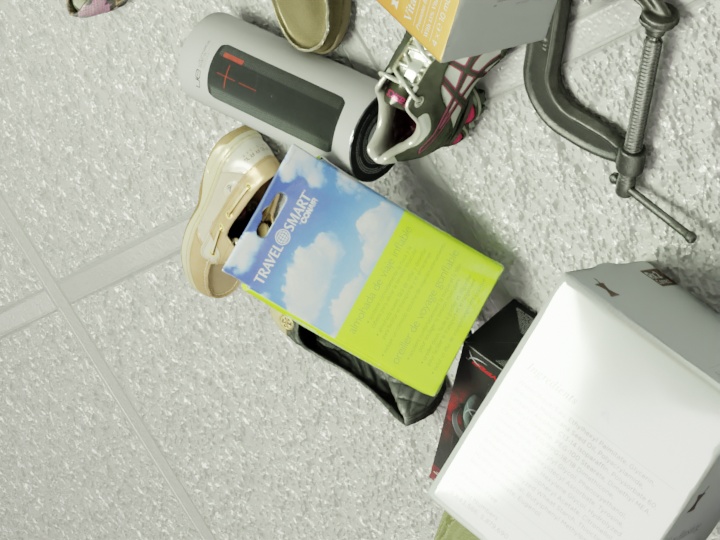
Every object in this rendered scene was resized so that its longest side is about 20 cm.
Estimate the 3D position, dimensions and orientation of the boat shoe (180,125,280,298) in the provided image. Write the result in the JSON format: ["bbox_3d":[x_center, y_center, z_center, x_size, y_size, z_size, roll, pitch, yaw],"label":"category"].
[{"bbox_3d":[-0.112,-0.037,1.739,0.069,0.073,0.201,43,143,24],"label":"boat shoe"}]

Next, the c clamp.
[{"bbox_3d":[0.185,-0.138,1.367,0.170,0.027,0.201,33,141,34],"label":"c clamp"}]

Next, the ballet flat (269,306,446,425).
[{"bbox_3d":[-0.010,0.073,1.728,0.199,0.057,0.067,29,137,30],"label":"ballet flat"}]

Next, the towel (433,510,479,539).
[{"bbox_3d":[0.151,0.280,1.737,0.200,0.036,0.149,43,142,16],"label":"towel"}]

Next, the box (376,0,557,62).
[{"bbox_3d":[0.048,-0.255,1.309,0.200,0.097,0.125,48,139,33],"label":"box"}]

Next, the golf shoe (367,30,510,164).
[{"bbox_3d":[0.060,-0.158,1.436,0.077,0.088,0.201,38,140,23],"label":"golf shoe"}]

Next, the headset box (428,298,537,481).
[{"bbox_3d":[0.146,0.147,1.599,0.148,0.077,0.201,37,140,22],"label":"headset box"}]

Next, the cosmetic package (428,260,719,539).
[{"bbox_3d":[0.189,0.121,1.387,0.165,0.165,0.201,38,110,20],"label":"cosmetic package"}]

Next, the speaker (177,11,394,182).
[{"bbox_3d":[-0.057,-0.146,1.583,0.199,0.081,0.082,28,137,32],"label":"speaker"}]

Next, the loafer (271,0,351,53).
[{"bbox_3d":[-0.061,-0.257,1.504,0.076,0.067,0.201,16,130,41],"label":"loafer"}]

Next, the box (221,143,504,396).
[{"bbox_3d":[0.000,0.000,1.528,0.199,0.123,0.048,30,173,-9],"label":"box"}]

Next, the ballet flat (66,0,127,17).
[{"bbox_3d":[-0.247,-0.309,1.670,0.069,0.071,0.201,25,135,35],"label":"ballet flat"}]

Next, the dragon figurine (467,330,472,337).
[{"bbox_3d":[0.014,-0.010,1.610,0.059,0.099,0.201,-36,87,42],"label":"dragon figurine"}]
